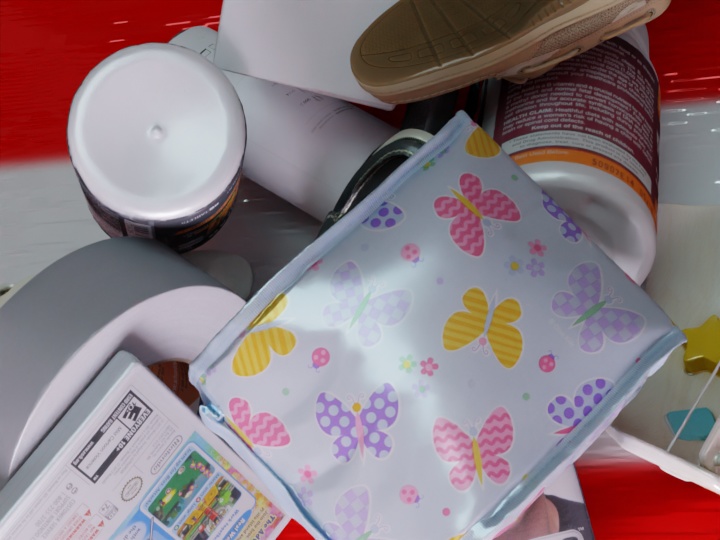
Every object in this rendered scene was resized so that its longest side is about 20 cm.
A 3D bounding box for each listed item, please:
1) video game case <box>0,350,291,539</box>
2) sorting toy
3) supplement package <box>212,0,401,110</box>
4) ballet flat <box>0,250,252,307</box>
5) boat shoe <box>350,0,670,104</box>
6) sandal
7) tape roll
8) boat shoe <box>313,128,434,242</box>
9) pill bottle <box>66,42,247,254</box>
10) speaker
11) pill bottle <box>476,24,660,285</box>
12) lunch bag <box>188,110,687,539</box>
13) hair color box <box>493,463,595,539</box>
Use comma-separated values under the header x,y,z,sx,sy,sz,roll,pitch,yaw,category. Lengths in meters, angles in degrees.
x,y,z,sx,sy,sz,roll,pitch,yaw,category
-0.147,0.172,0.872,0.024,0.182,0.200,28,74,44,video game case
0.193,0.033,0.880,0.179,0.107,0.201,20,69,42,sorting toy
-0.014,-0.181,0.977,0.116,0.200,0.118,13,102,2,supplement package
-0.173,0.020,1.035,0.198,0.070,0.070,-12,59,13,ballet flat
0.091,-0.136,0.869,0.198,0.065,0.072,-22,51,-3,boat shoe
0.057,-0.115,0.971,0.042,0.200,0.077,22,111,-2,sandal
-0.149,0.083,0.910,0.066,0.201,0.201,32,77,31,tape roll
0.000,0.000,0.915,0.072,0.201,0.068,36,40,2,boat shoe
-0.127,-0.068,0.963,0.105,0.200,0.108,1,83,-6,pill bottle
-0.054,-0.096,1.045,0.199,0.081,0.081,31,76,30,speaker
0.126,-0.080,0.929,0.113,0.115,0.201,-5,43,17,pill bottle
0.032,0.053,0.772,0.200,0.127,0.170,-42,78,-19,lunch bag
0.070,0.131,0.844,0.099,0.061,0.202,-12,73,-7,hair color box
